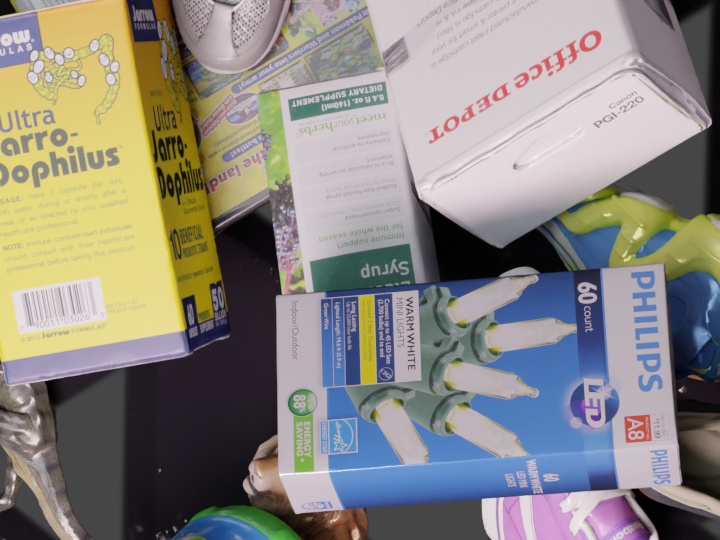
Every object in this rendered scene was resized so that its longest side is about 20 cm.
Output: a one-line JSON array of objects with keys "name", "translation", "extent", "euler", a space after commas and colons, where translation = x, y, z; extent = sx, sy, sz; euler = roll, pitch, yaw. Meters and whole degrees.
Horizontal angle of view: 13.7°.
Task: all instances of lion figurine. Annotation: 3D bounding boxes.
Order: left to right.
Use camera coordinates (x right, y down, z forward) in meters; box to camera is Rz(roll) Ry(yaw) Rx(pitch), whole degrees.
[{"name": "lion figurine", "translation": [-0.012, 0.193, 1.744], "extent": [0.122, 0.072, 0.200], "euler": [-42, 79, 27]}]

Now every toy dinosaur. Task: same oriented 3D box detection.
[{"name": "toy dinosaur", "translation": [-0.218, 0.108, 1.867], "extent": [0.088, 0.047, 0.200], "euler": [-23, 85, 22]}]

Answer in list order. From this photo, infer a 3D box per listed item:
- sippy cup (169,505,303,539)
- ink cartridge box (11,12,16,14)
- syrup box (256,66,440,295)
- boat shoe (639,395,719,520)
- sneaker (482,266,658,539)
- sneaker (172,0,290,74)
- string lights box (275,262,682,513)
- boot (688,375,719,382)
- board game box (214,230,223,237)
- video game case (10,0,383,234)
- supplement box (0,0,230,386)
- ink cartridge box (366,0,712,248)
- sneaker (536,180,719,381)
[{"name": "sippy cup", "translation": [-0.101, 0.213, 1.687], "extent": [0.178, 0.130, 0.140], "euler": [-35, 77, 42]}, {"name": "ink cartridge box", "translation": [-0.214, -0.058, 1.816], "extent": [0.176, 0.045, 0.200], "euler": [-20, 83, 25]}, {"name": "syrup box", "translation": [0.000, 0.000, 1.627], "extent": [0.079, 0.081, 0.200], "euler": [-10, 68, 7]}, {"name": "boat shoe", "translation": [0.229, 0.108, 1.562], "extent": [0.200, 0.063, 0.071], "euler": [14, 94, -2]}, {"name": "sneaker", "translation": [0.117, 0.095, 1.613], "extent": [0.114, 0.073, 0.201], "euler": [37, 150, 44]}, {"name": "sneaker", "translation": [-0.074, -0.206, 1.652], "extent": [0.075, 0.082, 0.200], "euler": [7, 105, 7]}, {"name": "string lights box", "translation": [0.060, 0.060, 1.520], "extent": [0.200, 0.059, 0.103], "euler": [-5, 65, 7]}, {"name": "boot", "translation": [0.237, 0.021, 1.588], "extent": [0.200, 0.075, 0.074], "euler": [-10, 91, 31]}, {"name": "board game box", "translation": [-0.115, -0.081, 1.756], "extent": [0.200, 0.034, 0.135], "euler": [-39, 88, 9]}, {"name": "video game case", "translation": [-0.074, -0.131, 1.716], "extent": [0.200, 0.026, 0.181], "euler": [-30, 89, 7]}, {"name": "supplement box", "translation": [-0.151, -0.047, 1.662], "extent": [0.109, 0.109, 0.200], "euler": [-10, 93, 11]}, {"name": "ink cartridge box", "translation": [0.088, -0.135, 1.610], "extent": [0.146, 0.085, 0.200], "euler": [-31, 50, 23]}, {"name": "sneaker", "translation": [0.135, 0.005, 1.614], "extent": [0.200, 0.076, 0.105], "euler": [21, 91, 50]}]
